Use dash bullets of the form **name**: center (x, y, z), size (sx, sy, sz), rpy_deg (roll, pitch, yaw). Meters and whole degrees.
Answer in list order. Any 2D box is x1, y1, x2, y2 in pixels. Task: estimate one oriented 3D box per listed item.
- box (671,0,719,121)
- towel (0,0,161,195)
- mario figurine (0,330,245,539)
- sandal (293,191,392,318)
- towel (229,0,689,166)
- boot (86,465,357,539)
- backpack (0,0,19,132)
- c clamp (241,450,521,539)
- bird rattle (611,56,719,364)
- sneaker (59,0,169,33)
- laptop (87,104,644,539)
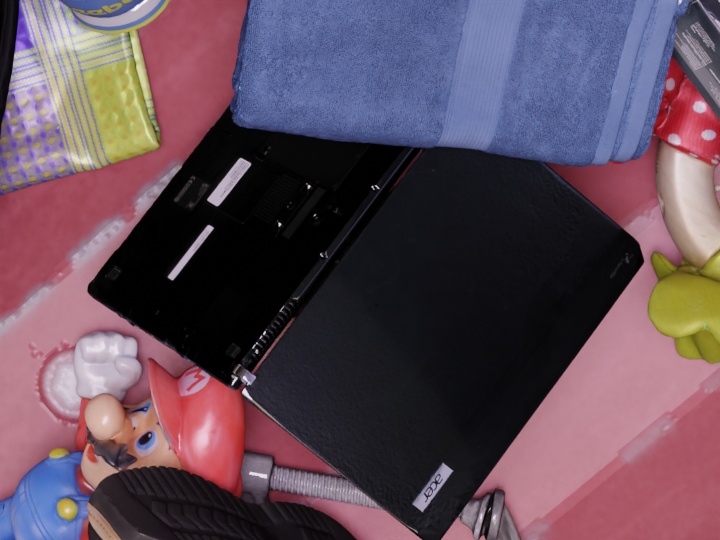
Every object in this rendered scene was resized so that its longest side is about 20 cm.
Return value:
- **box**: center (0.253, -0.091, 1.131), size (0.159, 0.046, 0.200), rpy_deg (-42, 98, -26)
- **towel**: center (-0.210, -0.102, 1.195), size (0.199, 0.023, 0.144), rpy_deg (-13, 98, 4)
- **mario figurine**: center (-0.148, 0.103, 1.182), size (0.200, 0.106, 0.124), rpy_deg (-33, 79, 14)
- **sandal**: center (0.027, -0.003, 1.188), size (0.199, 0.055, 0.082), rpy_deg (-2, 58, -3)
- **towel**: center (0.043, -0.105, 1.063), size (0.199, 0.049, 0.112), rpy_deg (5, 124, -13)
- **boot**: center (-0.088, 0.176, 1.141), size (0.138, 0.200, 0.078), rpy_deg (-50, 52, 12)
- **backpack**: center (-0.224, -0.106, 1.110), size (0.153, 0.163, 0.201), rpy_deg (23, 93, 12)
- **c clamp**: center (-0.002, 0.139, 1.227), size (0.199, 0.027, 0.172), rpy_deg (15, 100, 0)
- **bird rattle**: center (0.191, -0.050, 1.173), size (0.162, 0.113, 0.201), rpy_deg (-15, 86, -7)
- **sneaker**: center (-0.132, -0.218, 1.128), size (0.074, 0.082, 0.201), rpy_deg (-12, 81, 17)
- **laptop**: center (0.000, 0.000, 1.144), size (0.178, 0.200, 0.103), rpy_deg (-52, 135, -9)
